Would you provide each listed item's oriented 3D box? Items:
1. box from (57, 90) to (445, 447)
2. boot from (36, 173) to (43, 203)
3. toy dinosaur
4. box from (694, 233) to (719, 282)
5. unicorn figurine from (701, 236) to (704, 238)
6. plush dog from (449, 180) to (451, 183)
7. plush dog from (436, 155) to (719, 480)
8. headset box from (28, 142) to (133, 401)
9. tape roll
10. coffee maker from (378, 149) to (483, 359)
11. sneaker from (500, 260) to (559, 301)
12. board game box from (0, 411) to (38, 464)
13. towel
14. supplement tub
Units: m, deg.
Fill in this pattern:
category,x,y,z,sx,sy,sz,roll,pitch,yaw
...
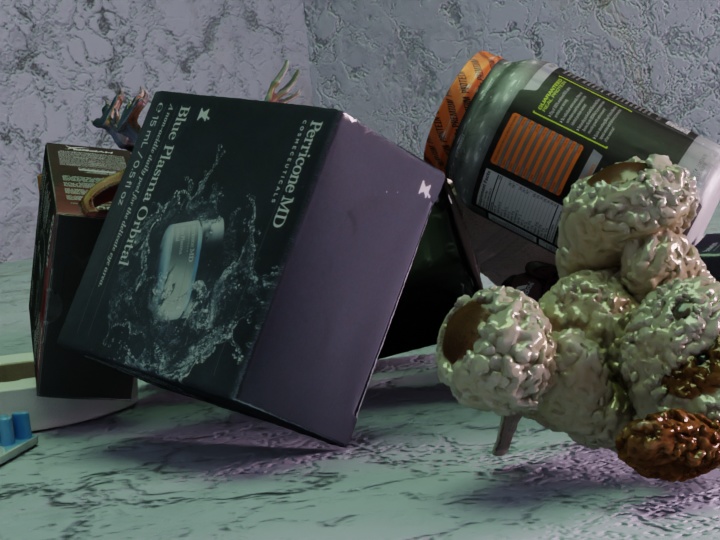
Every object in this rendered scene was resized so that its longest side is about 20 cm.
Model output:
category,x,y,z,sx,sy,sz,roll,pitch,yaw
box,-0.077,-0.007,1.030,0.200,0.197,0.117,11,-12,44
boot,-0.313,-0.011,1.595,0.068,0.201,0.188,-5,5,3
toy dinosaur,-0.120,-0.074,1.174,0.181,0.201,0.105,35,-27,-27
box,0.323,0.027,1.008,0.199,0.108,0.148,-3,6,20
unicorn figurine,0.226,0.019,1.208,0.199,0.074,0.137,-22,-31,29
plush dog,0.028,0.015,1.490,0.171,0.161,0.200,-27,-7,-29
plush dog,0.167,0.053,0.839,0.171,0.161,0.200,18,51,45
headset box,-0.214,0.001,1.187,0.077,0.149,0.200,4,19,-17
tape roll,-0.284,0.099,1.251,0.202,0.037,0.203,-4,6,0
coffee maker,-0.010,0.023,1.156,0.199,0.135,0.192,-19,36,9
sneaker,0.145,0.037,1.094,0.115,0.076,0.200,26,6,18
board game box,-0.350,0.132,1.036,0.199,0.026,0.200,-4,6,11
towel,0.152,-0.050,1.223,0.200,0.132,0.035,-38,21,42
supplement tub,0.154,-0.073,1.088,0.200,0.123,0.122,29,15,14
